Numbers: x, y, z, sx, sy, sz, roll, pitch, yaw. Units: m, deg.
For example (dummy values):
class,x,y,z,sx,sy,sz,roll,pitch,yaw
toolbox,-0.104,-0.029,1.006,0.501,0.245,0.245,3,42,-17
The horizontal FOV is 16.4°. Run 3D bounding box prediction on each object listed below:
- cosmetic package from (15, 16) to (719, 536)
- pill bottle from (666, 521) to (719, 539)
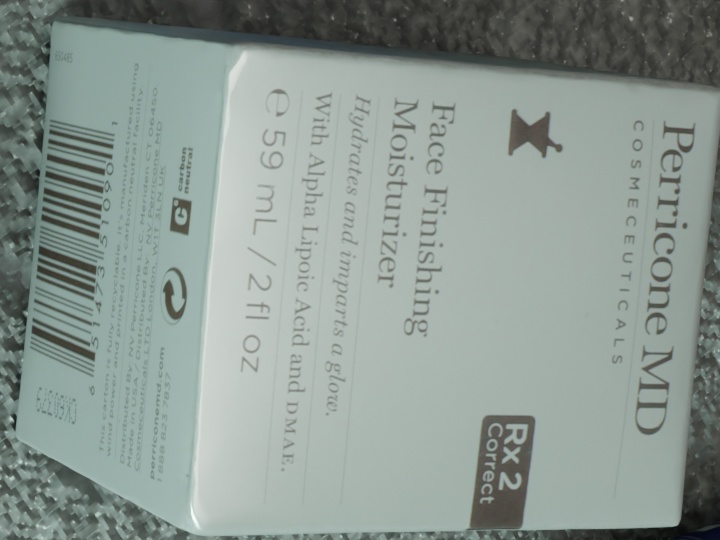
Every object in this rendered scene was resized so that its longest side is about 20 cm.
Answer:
class,x,y,z,sx,sy,sz,roll,pitch,yaw
cosmetic package,0.000,0.000,0.910,0.200,0.165,0.165,2,97,-28
pill bottle,0.123,0.171,1.029,0.200,0.112,0.112,-15,103,-25
